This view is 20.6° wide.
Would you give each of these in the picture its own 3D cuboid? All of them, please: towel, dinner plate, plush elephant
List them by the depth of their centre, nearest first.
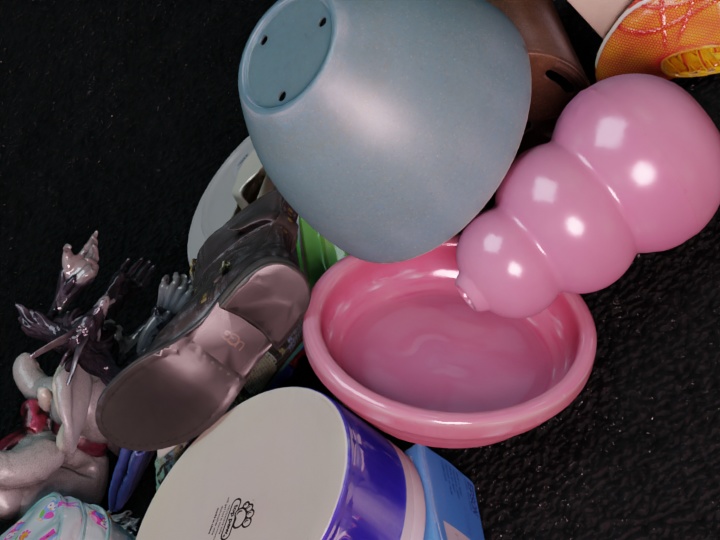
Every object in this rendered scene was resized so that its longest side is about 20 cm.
[{"bbox_3d":[-0.142,0.080,1.532,0.200,0.024,0.147,-63,-1,-28],"label":"towel"},{"bbox_3d":[-0.249,0.135,1.614,0.200,0.165,0.155,12,78,22],"label":"plush elephant"},{"bbox_3d":[-0.085,-0.073,1.747,0.200,0.024,0.200,-30,37,26],"label":"dinner plate"}]

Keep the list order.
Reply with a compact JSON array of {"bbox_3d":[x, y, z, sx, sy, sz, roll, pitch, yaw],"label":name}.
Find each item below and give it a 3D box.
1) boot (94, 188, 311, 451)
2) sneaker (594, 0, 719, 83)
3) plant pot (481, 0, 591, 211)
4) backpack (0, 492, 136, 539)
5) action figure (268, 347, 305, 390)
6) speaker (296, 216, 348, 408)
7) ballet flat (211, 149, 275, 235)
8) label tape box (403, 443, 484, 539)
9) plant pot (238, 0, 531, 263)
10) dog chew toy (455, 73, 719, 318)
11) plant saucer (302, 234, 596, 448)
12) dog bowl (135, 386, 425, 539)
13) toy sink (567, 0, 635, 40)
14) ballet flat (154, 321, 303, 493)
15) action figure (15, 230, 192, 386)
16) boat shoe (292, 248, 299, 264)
[{"bbox_3d":[-0.106,0.030,1.414,0.200,0.069,0.174,-40,20,8],"label":"boot"},{"bbox_3d":[0.252,-0.173,1.417,0.200,0.073,0.077,-29,48,32],"label":"sneaker"},{"bbox_3d":[0.077,-0.159,1.510,0.200,0.200,0.198,-39,43,15],"label":"plant pot"},{"bbox_3d":[-0.243,0.269,1.494,0.200,0.127,0.167,-44,33,9],"label":"backpack"},{"bbox_3d":[-0.086,0.061,1.547,0.200,0.099,0.065,-40,18,8],"label":"action figure"},{"bbox_3d":[0.000,0.000,1.480,0.088,0.088,0.200,-28,56,29],"label":"speaker"},{"bbox_3d":[-0.093,-0.037,1.654,0.067,0.064,0.200,13,77,42],"label":"ballet flat"},{"bbox_3d":[-0.007,0.229,1.323,0.200,0.066,0.143,-38,35,21],"label":"label tape box"},{"bbox_3d":[-0.004,-0.121,1.340,0.200,0.135,0.200,-23,55,37],"label":"plant pot"},{"bbox_3d":[0.149,-0.042,1.333,0.200,0.125,0.125,-38,33,-7],"label":"dog chew toy"},{"bbox_3d":[0.060,0.053,1.352,0.200,0.051,0.201,2,39,-1],"label":"plant saucer"},{"bbox_3d":[-0.057,0.179,1.300,0.200,0.079,0.200,-31,37,27],"label":"dog bowl"},{"bbox_3d":[0.185,-0.269,1.468,0.130,0.200,0.112,-40,35,15],"label":"toy sink"},{"bbox_3d":[-0.110,0.093,1.443,0.074,0.074,0.200,-11,35,43],"label":"ballet flat"},{"bbox_3d":[-0.193,0.028,1.552,0.102,0.119,0.200,-64,-7,15],"label":"action figure"},{"bbox_3d":[-0.031,-0.052,1.624,0.073,0.065,0.200,7,63,50],"label":"boat shoe"}]
